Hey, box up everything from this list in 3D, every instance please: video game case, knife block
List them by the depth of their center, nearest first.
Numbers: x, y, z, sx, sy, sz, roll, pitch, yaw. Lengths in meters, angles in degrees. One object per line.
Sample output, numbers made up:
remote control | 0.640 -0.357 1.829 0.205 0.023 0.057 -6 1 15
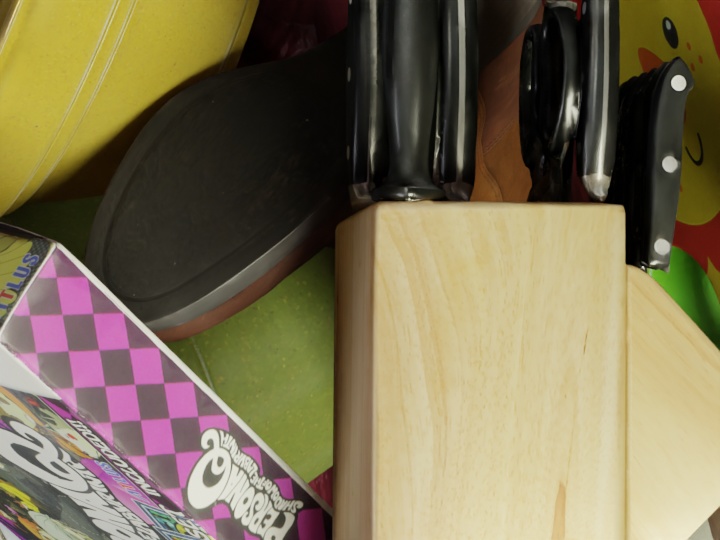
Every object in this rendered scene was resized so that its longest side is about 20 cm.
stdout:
knife block | 0.019 0.015 0.682 0.176 0.200 0.064 46 170 -3
video game case | -0.089 0.048 0.749 0.181 0.036 0.200 14 154 46

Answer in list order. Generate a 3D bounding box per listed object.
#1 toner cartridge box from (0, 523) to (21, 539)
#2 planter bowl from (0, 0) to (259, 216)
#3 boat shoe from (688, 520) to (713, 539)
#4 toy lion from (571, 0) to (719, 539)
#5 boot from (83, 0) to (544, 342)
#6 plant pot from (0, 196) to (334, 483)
toner cartridge box | -0.136 0.105 0.972 0.095 0.043 0.200 58 159 13
planter bowl | -0.084 -0.088 0.794 0.201 0.083 0.201 -52 26 40
boat shoe | 0.103 0.110 0.854 0.060 0.074 0.201 -13 120 25
toy lion | 0.108 -0.028 0.748 0.201 0.068 0.192 87 158 -46
boot | 0.000 0.000 0.817 0.068 0.189 0.200 23 150 26
plant pot | -0.048 0.012 0.982 0.200 0.189 0.201 50 154 35
